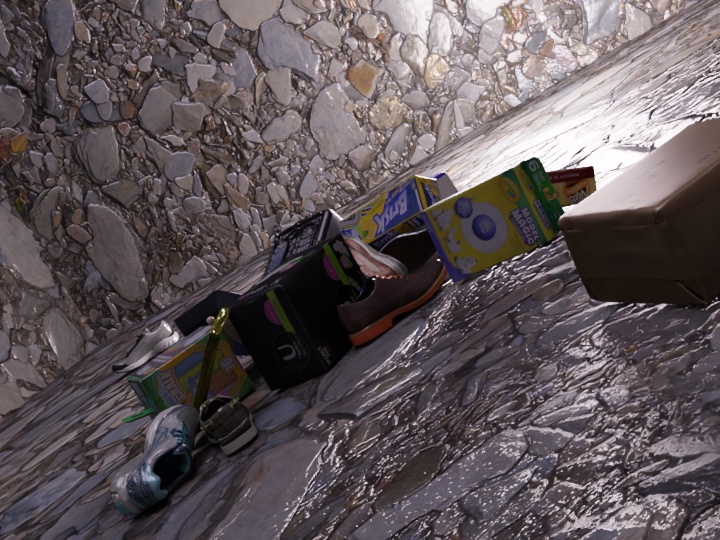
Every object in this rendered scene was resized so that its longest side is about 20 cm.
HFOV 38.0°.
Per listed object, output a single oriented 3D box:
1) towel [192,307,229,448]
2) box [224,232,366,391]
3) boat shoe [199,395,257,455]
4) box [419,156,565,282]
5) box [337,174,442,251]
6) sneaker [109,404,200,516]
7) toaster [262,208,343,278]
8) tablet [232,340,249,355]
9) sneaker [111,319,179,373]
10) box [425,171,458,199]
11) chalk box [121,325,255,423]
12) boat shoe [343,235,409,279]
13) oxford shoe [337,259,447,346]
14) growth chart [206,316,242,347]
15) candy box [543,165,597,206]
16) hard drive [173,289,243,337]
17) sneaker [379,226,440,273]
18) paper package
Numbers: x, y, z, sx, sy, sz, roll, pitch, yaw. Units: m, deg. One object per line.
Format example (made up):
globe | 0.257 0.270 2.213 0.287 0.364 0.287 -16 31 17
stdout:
towel | -0.225 0.159 1.542 0.086 0.018 0.203 -73 -1 -66
box | -0.083 0.062 1.604 0.123 0.150 0.200 -23 11 35
boat shoe | -0.192 0.207 1.472 0.072 0.061 0.201 -35 9 -12
box | 0.192 -0.072 1.487 0.198 0.119 0.048 -26 4 35
box | 0.053 -0.092 1.838 0.198 0.071 0.064 -29 -22 38
sneaker | -0.255 0.254 1.425 0.085 0.078 0.201 -19 24 29
toaster | -0.096 -0.009 1.987 0.179 0.118 0.203 -23 42 44
tablet | -0.185 0.100 1.819 0.128 0.014 0.200 2 -31 -32
sneaker | -0.589 0.208 2.822 0.198 0.080 0.074 -35 11 -9
box | 0.089 -0.095 2.032 0.182 0.106 0.200 -34 9 -15
chalk box | -0.292 0.196 1.688 0.199 0.125 0.124 -36 11 -21
boat shoe | 0.000 0.000 1.735 0.072 0.076 0.199 -44 39 -19
oxford shoe | 0.052 0.029 1.565 0.199 0.073 0.071 -36 9 -27
growth chart | -0.156 0.085 1.771 0.196 0.018 0.145 -14 -27 -4
candy box | 0.259 -0.115 1.588 0.113 0.057 0.199 -8 1 -20
hard drive | -0.219 0.096 1.856 0.134 0.043 0.198 -32 -32 29
sneaker | 0.119 -0.041 1.801 0.198 0.074 0.084 -28 -11 19
paper package | 0.324 -0.060 1.008 0.198 0.105 0.190 -33 10 -16
